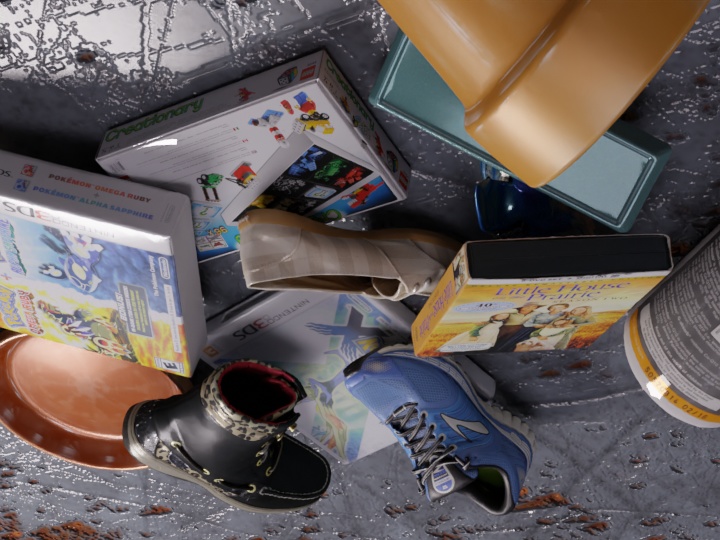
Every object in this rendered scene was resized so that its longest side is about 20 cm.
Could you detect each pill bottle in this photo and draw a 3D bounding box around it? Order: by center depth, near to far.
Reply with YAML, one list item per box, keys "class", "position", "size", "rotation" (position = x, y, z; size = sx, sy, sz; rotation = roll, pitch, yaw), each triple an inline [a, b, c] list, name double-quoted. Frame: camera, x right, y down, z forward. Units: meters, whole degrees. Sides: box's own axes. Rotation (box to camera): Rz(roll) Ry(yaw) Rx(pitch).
- class: "pill bottle"
  position: [0.284, 0.017, 1.082]
  size: [0.115, 0.117, 0.200]
  rotation: [24, 137, -14]

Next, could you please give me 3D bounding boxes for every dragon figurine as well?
- class: "dragon figurine"
  position: [0.109, -0.061, 1.078]
  size: [0.098, 0.059, 0.201]
  rotation: [-6, 137, 18]

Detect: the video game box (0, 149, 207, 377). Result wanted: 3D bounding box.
- class: "video game box"
  position: [-0.216, -0.005, 1.195]
  size: [0.180, 0.047, 0.201]
  rotation: [16, 146, 10]

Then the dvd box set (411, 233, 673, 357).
- class: "dvd box set"
  position: [0.125, 0.021, 1.106]
  size: [0.145, 0.030, 0.200]
  rotation: [-3, 163, -10]

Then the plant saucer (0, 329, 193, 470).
- class: "plant saucer"
  position: [-0.240, 0.108, 1.366]
  size: [0.198, 0.033, 0.202]
  rotation: [6, 137, 6]

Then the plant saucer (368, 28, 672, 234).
- class: "plant saucer"
  position: [0.103, -0.095, 1.017]
  size: [0.198, 0.019, 0.070]
  rotation: [27, 115, 3]

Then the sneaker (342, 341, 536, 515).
- class: "sneaker"
  position: [0.066, 0.133, 1.245]
  size: [0.199, 0.090, 0.078]
  rotation: [35, 132, -24]

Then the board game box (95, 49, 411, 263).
- class: "board game box"
  position: [-0.079, -0.077, 1.121]
  size: [0.198, 0.035, 0.126]
  rotation: [-16, 133, 28]

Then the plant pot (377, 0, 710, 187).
- class: "plant pot"
  position: [0.088, -0.182, 0.867]
  size: [0.183, 0.201, 0.200]
  rotation: [37, 135, -5]

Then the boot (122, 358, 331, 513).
- class: "boot"
  position: [-0.081, 0.143, 1.291]
  size: [0.202, 0.074, 0.153]
  rotation: [23, 147, -29]

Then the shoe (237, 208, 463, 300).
- class: "shoe"
  position: [0.000, 0.000, 1.144]
  size: [0.198, 0.054, 0.070]
  rotation: [10, 153, -24]

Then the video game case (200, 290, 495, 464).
- class: "video game case"
  position: [-0.017, 0.079, 1.290]
  size: [0.181, 0.022, 0.200]
  rotation: [-28, 125, 36]
